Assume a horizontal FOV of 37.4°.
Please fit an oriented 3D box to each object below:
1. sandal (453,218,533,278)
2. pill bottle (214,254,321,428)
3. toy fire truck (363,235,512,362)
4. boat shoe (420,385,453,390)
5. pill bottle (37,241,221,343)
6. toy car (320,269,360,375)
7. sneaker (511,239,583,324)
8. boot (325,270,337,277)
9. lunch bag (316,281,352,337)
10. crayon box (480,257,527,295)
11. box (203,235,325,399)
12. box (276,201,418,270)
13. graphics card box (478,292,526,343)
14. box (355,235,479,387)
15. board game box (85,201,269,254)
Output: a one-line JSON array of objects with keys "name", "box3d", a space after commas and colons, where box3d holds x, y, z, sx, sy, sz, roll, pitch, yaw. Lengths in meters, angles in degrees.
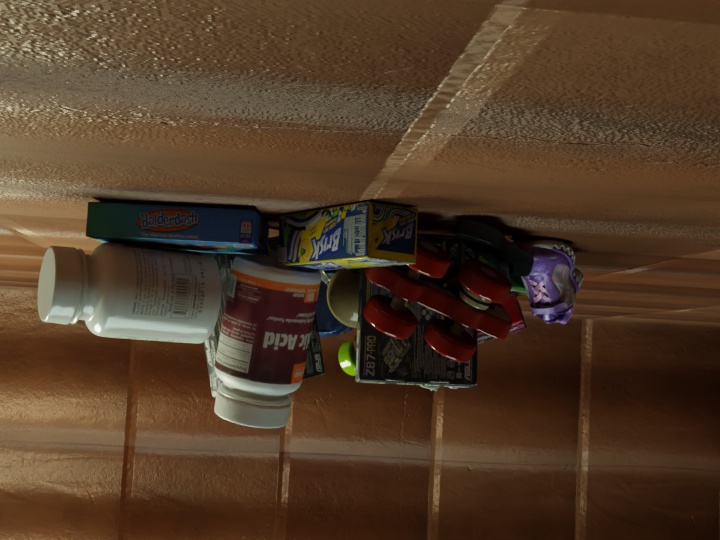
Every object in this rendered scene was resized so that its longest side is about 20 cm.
[{"name": "sandal", "box3d": [0.157, -0.019, 1.310, 0.076, 0.043, 0.200, 16, 175, 28]}, {"name": "pill bottle", "box3d": [-0.121, 0.089, 1.342, 0.114, 0.201, 0.114, 10, -173, -1]}, {"name": "toy fire truck", "box3d": [0.088, 0.015, 1.312, 0.199, 0.113, 0.168, 22, -161, -15]}, {"name": "boat shoe", "box3d": [0.103, 0.140, 1.540, 0.072, 0.066, 0.200, 22, -173, -23]}, {"name": "pill bottle", "box3d": [-0.278, 0.025, 1.283, 0.199, 0.115, 0.114, 7, 174, -28]}, {"name": "toy car", "box3d": [0.011, 0.032, 1.528, 0.164, 0.158, 0.200, -22, 114, 46]}, {"name": "sneaker", "box3d": [0.256, 0.019, 1.461, 0.080, 0.089, 0.200, 4, 161, 27]}, {"name": "boot", "box3d": [0.000, 0.000, 1.608, 0.199, 0.075, 0.097, 3, 179, 27]}, {"name": "lunch bag", "box3d": [-0.103, 0.045, 1.834, 0.199, 0.137, 0.132, 3, 175, 12]}, {"name": "crayon box", "box3d": [0.187, 0.005, 1.637, 0.172, 0.059, 0.200, 5, 175, -19]}, {"name": "box", "box3d": [-0.138, 0.062, 1.448, 0.157, 0.201, 0.050, -14, -170, -31]}, {"name": "box", "box3d": [-0.019, -0.037, 1.235, 0.070, 0.065, 0.200, 6, 175, -34]}, {"name": "graphics card box", "box3d": [0.196, 0.083, 1.689, 0.125, 0.051, 0.200, -18, 171, 7]}, {"name": "box", "box3d": [0.077, 0.053, 1.427, 0.160, 0.201, 0.049, 3, 171, -7]}, {"name": "board game box", "box3d": [-0.219, -0.050, 1.312, 0.199, 0.045, 0.152, 2, 176, 1]}]
